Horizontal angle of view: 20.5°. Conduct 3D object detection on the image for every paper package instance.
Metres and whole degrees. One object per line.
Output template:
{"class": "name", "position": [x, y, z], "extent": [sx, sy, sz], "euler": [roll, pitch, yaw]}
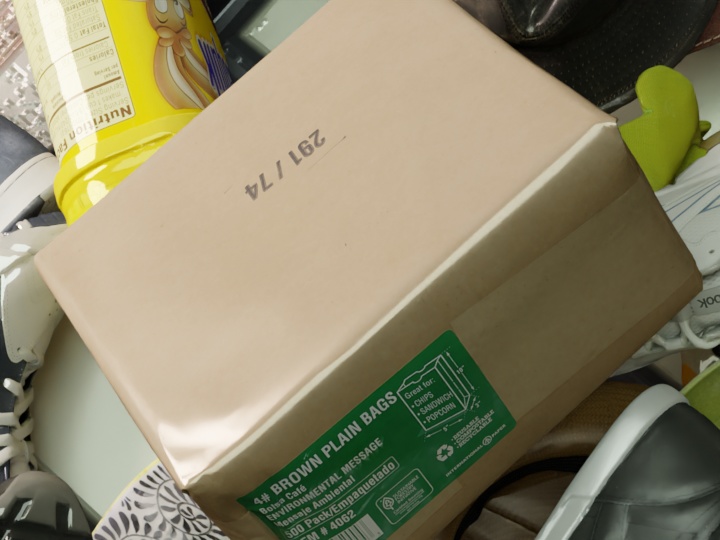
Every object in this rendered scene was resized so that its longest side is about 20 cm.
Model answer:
{"class": "paper package", "position": [0.000, 0.000, 0.763], "extent": [0.200, 0.104, 0.191], "euler": [-40, 37, -2]}

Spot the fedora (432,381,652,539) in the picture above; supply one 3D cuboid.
{"class": "fedora", "position": [0.103, 0.147, 0.848], "extent": [0.198, 0.082, 0.203], "euler": [0, 78, 2]}

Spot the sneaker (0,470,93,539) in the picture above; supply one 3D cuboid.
{"class": "sneaker", "position": [-0.172, 0.170, 0.857], "extent": [0.075, 0.079, 0.201], "euler": [16, 106, -24]}

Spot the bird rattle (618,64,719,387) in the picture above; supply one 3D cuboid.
{"class": "bird rattle", "position": [0.197, -0.024, 0.895], "extent": [0.198, 0.113, 0.165], "euler": [-8, 87, -3]}

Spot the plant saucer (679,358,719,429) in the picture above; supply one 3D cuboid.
{"class": "plant saucer", "position": [0.194, 0.120, 0.767], "extent": [0.198, 0.031, 0.202], "euler": [-3, 82, 22]}

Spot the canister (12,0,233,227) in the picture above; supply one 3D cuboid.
{"class": "canister", "position": [-0.107, -0.100, 0.924], "extent": [0.086, 0.149, 0.202], "euler": [-20, 69, 4]}

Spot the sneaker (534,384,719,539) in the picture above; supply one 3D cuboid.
{"class": "sneaker", "position": [0.099, 0.152, 0.744], "extent": [0.099, 0.071, 0.201], "euler": [33, 95, 30]}

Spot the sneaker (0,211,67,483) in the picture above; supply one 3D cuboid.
{"class": "sneaker", "position": [-0.162, 0.079, 0.916], "extent": [0.129, 0.080, 0.199], "euler": [42, 79, 11]}

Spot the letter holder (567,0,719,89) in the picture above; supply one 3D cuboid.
{"class": "letter holder", "position": [0.105, -0.166, 0.934], "extent": [0.198, 0.101, 0.143], "euler": [-18, 102, 4]}

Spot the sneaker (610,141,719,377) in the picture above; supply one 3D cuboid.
{"class": "sneaker", "position": [0.119, 0.002, 0.799], "extent": [0.199, 0.087, 0.075], "euler": [-28, 110, 3]}

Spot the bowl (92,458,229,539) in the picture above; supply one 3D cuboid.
{"class": "bowl", "position": [-0.052, 0.180, 0.841], "extent": [0.200, 0.094, 0.202], "euler": [-33, 44, 39]}

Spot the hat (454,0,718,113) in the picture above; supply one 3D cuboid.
{"class": "hat", "position": [0.079, -0.149, 0.845], "extent": [0.198, 0.081, 0.203], "euler": [0, 105, -2]}

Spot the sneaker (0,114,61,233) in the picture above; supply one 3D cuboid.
{"class": "sneaker", "position": [-0.253, -0.019, 0.952], "extent": [0.146, 0.077, 0.202], "euler": [42, 74, 7]}
